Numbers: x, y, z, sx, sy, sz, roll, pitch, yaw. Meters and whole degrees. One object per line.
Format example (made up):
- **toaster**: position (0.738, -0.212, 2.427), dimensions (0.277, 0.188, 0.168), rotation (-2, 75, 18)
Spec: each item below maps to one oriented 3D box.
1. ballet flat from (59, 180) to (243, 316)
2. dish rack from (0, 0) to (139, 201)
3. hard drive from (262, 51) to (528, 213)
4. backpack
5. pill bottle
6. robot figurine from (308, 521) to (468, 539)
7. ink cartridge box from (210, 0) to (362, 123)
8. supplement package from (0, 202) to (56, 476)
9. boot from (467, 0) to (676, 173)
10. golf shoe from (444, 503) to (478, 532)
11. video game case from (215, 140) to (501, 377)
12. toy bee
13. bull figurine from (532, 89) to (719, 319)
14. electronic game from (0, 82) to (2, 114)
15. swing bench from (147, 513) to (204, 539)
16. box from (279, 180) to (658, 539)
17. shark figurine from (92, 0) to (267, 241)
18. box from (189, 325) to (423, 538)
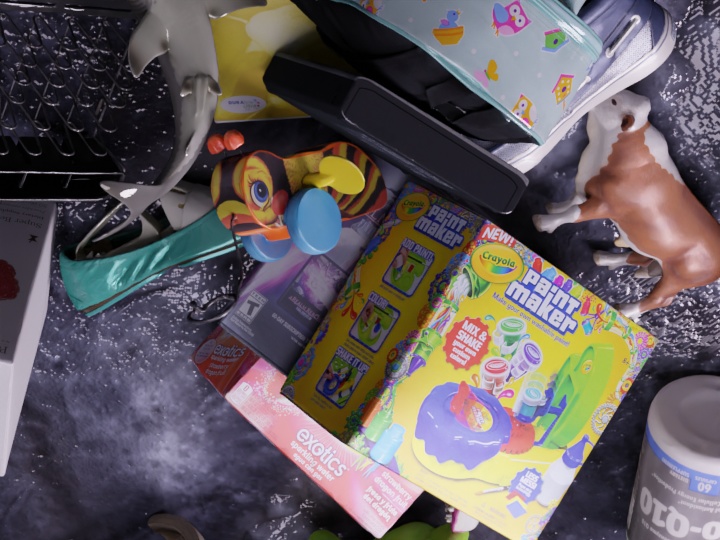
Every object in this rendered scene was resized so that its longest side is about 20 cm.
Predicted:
- **ballet flat**: position (-0.155, -0.030, 1.474), dimensions (0.199, 0.067, 0.071), rotation (-24, 109, 17)
- **dish rack**: position (-0.227, -0.142, 1.361), dimensions (0.152, 0.055, 0.201), rotation (-2, 133, -35)
- **hard drive**: position (0.018, -0.097, 1.287), dimensions (0.139, 0.200, 0.033), rotation (29, 91, -21)
- **backpack**: position (0.067, -0.171, 1.221), dimensions (0.175, 0.200, 0.154), rotation (37, 96, -25)
- **pill bottle**: position (0.288, 0.199, 1.598), dimensions (0.113, 0.114, 0.201), rotation (3, 128, 0)
- **robot figurine**: position (0.022, 0.301, 1.686), dimensions (0.199, 0.116, 0.176), rotation (-29, 105, 24)
- **ink cartridge box**: position (-0.019, -0.203, 1.347), dimensions (0.196, 0.047, 0.201), rotation (-3, 129, 5)
- **supplement package**: position (-0.311, 0.041, 1.448), dimensions (0.120, 0.201, 0.120), rotation (9, 128, -6)
- **boot**: position (0.126, -0.145, 1.359), dimensions (0.200, 0.073, 0.090), rotation (-38, 135, 17)
- **golf shoe**: position (0.124, 0.152, 1.597), dimensions (0.091, 0.076, 0.201), rotation (8, 129, -8)
- **video game case**: position (0.000, 0.000, 1.452), dimensions (0.143, 0.019, 0.200), rotation (39, 88, -25)
- **toy bee**: position (-0.058, -0.057, 1.330), dimensions (0.130, 0.200, 0.109), rotation (-15, 105, 22)
- **bull figurine**: position (0.208, -0.050, 1.442), dimensions (0.121, 0.065, 0.200), rotation (-29, 120, 25)
- **electronic game**: position (-0.368, -0.134, 1.403), dimensions (0.198, 0.042, 0.201), rotation (-1, 115, -1)
- **swing bench**: position (-0.169, 0.340, 1.721), dimensions (0.199, 0.130, 0.199), rotation (-27, 121, 15)
- **box**: position (0.083, 0.072, 1.428), dimensions (0.199, 0.122, 0.193), rotation (32, 89, -32)
- **shark figurine**: position (-0.136, -0.130, 1.325), dimensions (0.127, 0.216, 0.089), rotation (0, 174, -24)
- **box**: position (-0.032, 0.113, 1.536), dimensions (0.096, 0.100, 0.200), rotation (-46, 117, -3)
